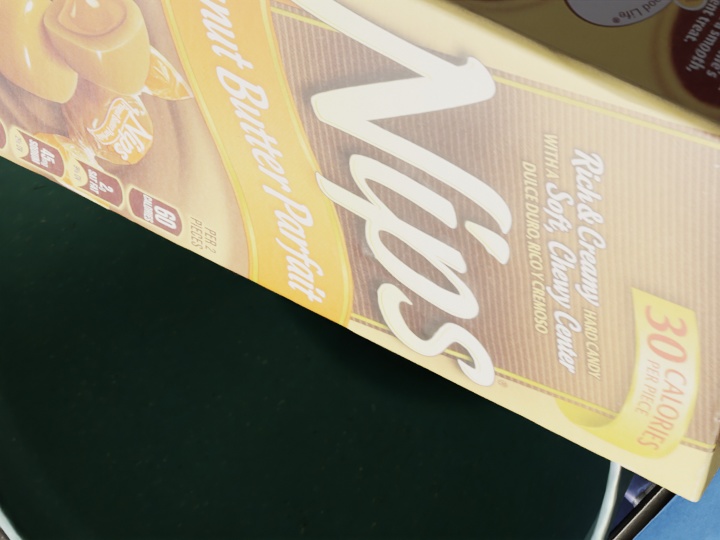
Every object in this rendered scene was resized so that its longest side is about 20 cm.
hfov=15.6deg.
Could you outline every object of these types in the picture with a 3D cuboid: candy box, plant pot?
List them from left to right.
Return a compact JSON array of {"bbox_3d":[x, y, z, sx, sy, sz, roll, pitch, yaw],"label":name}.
[{"bbox_3d":[0.000,0.000,0.711,0.201,0.200,0.134,52,-147,0],"label":"plant pot"},{"bbox_3d":[0.003,-0.043,0.557,0.199,0.055,0.116,27,146,16],"label":"candy box"}]

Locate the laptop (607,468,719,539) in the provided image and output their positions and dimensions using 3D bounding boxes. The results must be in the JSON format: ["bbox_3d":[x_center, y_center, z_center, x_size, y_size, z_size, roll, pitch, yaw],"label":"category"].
[{"bbox_3d":[0.159,0.104,0.620,0.177,0.104,0.200,29,180,-13],"label":"laptop"}]

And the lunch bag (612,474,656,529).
[{"bbox_3d":[0.103,0.075,0.951,0.200,0.136,0.132,49,173,35],"label":"lunch bag"}]
